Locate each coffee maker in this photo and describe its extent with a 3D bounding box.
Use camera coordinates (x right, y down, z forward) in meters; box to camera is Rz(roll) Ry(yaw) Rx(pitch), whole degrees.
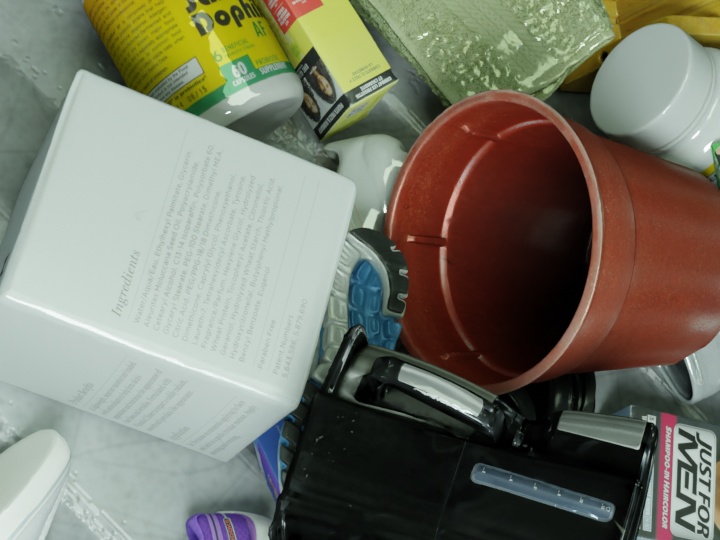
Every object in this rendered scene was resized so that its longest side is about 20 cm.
[{"bbox_3d":[0.058,0.153,0.945,0.198,0.135,0.194,17,85,13],"label":"coffee maker"}]

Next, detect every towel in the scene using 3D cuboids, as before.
[{"bbox_3d":[0.085,-0.210,1.246,0.148,0.036,0.200,-41,75,-1],"label":"towel"}]

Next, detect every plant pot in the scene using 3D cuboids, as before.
[{"bbox_3d":[0.152,-0.012,1.128,0.194,0.200,0.203,5,69,-42],"label":"plant pot"}]

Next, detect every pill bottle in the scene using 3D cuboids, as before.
[{"bbox_3d":[0.275,-0.101,1.255,0.199,0.114,0.115,31,62,-35],"label":"pill bottle"},{"bbox_3d":[-0.132,-0.183,1.157,0.112,0.113,0.201,-26,83,-26],"label":"pill bottle"}]

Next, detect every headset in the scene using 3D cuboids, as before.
[{"bbox_3d":[0.114,0.111,1.193,0.122,0.094,0.201,-8,60,-28],"label":"headset"}]

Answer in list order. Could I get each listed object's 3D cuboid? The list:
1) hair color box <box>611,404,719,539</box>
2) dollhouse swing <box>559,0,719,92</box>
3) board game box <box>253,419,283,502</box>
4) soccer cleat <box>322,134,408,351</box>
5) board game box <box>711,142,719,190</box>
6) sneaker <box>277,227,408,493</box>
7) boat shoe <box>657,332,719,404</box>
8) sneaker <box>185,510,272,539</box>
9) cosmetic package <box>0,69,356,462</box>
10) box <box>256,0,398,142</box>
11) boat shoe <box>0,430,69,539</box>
[{"bbox_3d":[0.275,0.175,1.229,0.198,0.061,0.100,14,68,-18],"label":"hair color box"},{"bbox_3d":[0.175,-0.265,1.283,0.175,0.181,0.202,9,69,-39],"label":"dollhouse swing"},{"bbox_3d":[0.023,0.157,1.064,0.133,0.045,0.201,-20,41,-11],"label":"board game box"},{"bbox_3d":[0.000,0.000,1.182,0.077,0.069,0.202,2,78,13],"label":"soccer cleat"},{"bbox_3d":[0.303,0.017,1.201,0.029,0.201,0.135,-16,47,8],"label":"board game box"},{"bbox_3d":[-0.018,0.077,1.085,0.074,0.087,0.202,22,62,-15],"label":"sneaker"},{"bbox_3d":[0.223,0.012,1.263,0.068,0.072,0.201,-32,95,-27],"label":"boat shoe"},{"bbox_3d":[-0.105,0.255,1.057,0.082,0.081,0.202,10,61,0],"label":"sneaker"},{"bbox_3d":[-0.134,0.004,1.065,0.198,0.165,0.167,22,65,-14],"label":"cosmetic package"},{"bbox_3d":[-0.053,-0.202,1.217,0.050,0.075,0.201,-29,86,-26],"label":"box"},{"bbox_3d":[-0.235,0.195,1.015,0.069,0.072,0.201,50,50,-30],"label":"boat shoe"}]
